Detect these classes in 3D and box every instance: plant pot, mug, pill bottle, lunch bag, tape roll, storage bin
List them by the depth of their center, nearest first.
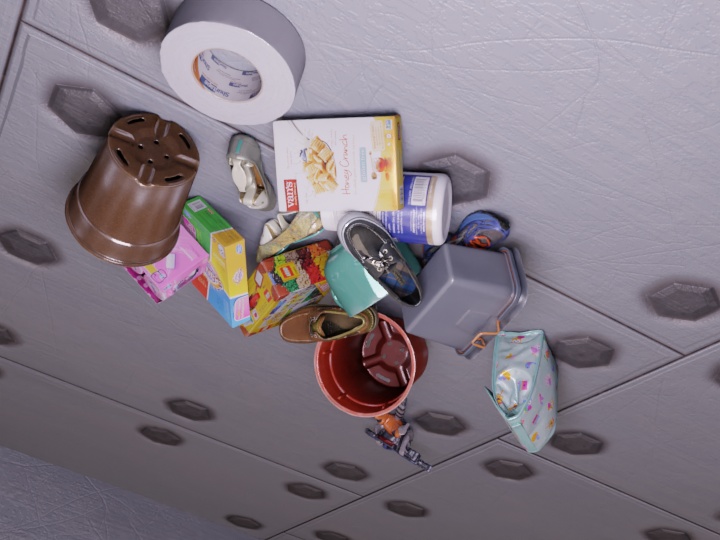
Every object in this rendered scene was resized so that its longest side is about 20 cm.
[{"bbox_3d":[-0.182,-0.299,1.305,0.200,0.066,0.200,9,147,6],"label":"tape roll"},{"bbox_3d":[0.042,-0.105,1.474,0.200,0.116,0.116,6,147,14],"label":"pill bottle"},{"bbox_3d":[0.162,0.051,1.511,0.134,0.146,0.200,13,137,-23],"label":"storage bin"},{"bbox_3d":[-0.367,-0.141,1.515,0.200,0.200,0.198,24,138,-16],"label":"plant pot"},{"bbox_3d":[0.001,-0.001,1.575,0.185,0.152,0.115,-32,91,19],"label":"mug"},{"bbox_3d":[0.037,0.172,1.792,0.200,0.201,0.195,1,-179,19],"label":"plant pot"},{"bbox_3d":[0.326,0.245,1.825,0.122,0.200,0.170,-4,145,25],"label":"lunch bag"}]

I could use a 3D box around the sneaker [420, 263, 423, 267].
[{"bbox_3d":[0.114,0.028,1.690,0.199,0.070,0.093,5,141,9],"label":"sneaker"}]

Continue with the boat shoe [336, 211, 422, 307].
[{"bbox_3d":[0.038,-0.015,1.425,0.069,0.057,0.200,-40,127,4],"label":"boat shoe"}]

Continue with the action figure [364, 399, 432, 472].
[{"bbox_3d":[0.107,0.398,2.237,0.200,0.105,0.194,29,159,23],"label":"action figure"}]

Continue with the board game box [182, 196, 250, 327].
[{"bbox_3d":[-0.263,-0.014,1.672,0.153,0.040,0.200,41,145,35],"label":"board game box"}]

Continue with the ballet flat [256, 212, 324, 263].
[{"bbox_3d":[-0.137,-0.071,1.648,0.071,0.071,0.200,33,143,-27],"label":"ballet flat"}]

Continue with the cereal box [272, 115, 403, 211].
[{"bbox_3d":[-0.035,-0.163,1.405,0.200,0.040,0.144,0,101,19],"label":"cereal box"}]

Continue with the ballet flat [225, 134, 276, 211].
[{"bbox_3d":[-0.190,-0.146,1.543,0.067,0.064,0.200,7,147,11],"label":"ballet flat"}]

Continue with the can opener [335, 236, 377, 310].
[{"bbox_3d":[-0.002,0.002,1.723,0.053,0.067,0.200,6,134,19],"label":"can opener"}]

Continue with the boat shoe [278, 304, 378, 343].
[{"bbox_3d":[-0.069,0.096,1.688,0.200,0.072,0.068,-13,180,21],"label":"boat shoe"}]

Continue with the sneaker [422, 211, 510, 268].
[{"bbox_3d":[0.180,-0.035,1.563,0.075,0.079,0.200,29,145,-23],"label":"sneaker"}]

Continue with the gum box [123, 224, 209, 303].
[{"bbox_3d":[-0.375,-0.045,1.638,0.200,0.113,0.066,46,149,10],"label":"gum box"}]

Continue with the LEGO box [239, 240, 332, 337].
[{"bbox_3d":[-0.141,0.035,1.718,0.149,0.077,0.200,-20,165,-32],"label":"LEGO box"}]
